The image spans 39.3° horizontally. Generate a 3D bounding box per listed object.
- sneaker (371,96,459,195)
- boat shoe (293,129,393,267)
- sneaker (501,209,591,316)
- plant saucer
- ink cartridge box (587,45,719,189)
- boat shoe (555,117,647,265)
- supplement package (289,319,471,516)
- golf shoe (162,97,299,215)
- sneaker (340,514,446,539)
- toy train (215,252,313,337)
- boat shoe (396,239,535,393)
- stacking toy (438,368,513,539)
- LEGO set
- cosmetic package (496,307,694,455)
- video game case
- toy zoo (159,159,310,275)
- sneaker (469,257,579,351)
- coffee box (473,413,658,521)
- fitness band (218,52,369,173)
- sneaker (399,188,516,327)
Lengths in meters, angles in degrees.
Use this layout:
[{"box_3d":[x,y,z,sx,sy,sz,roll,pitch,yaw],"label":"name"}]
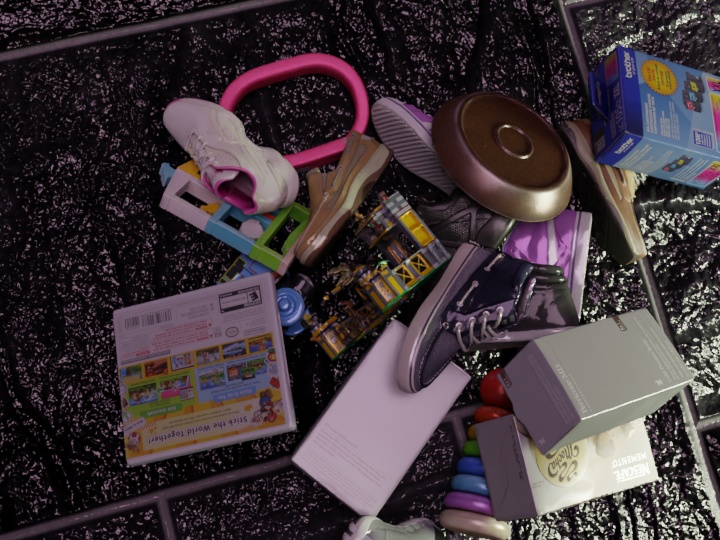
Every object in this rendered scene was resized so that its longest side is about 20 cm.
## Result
[{"box_3d":[0.114,-0.169,1.293,0.200,0.073,0.114,40,60,8],"label":"sneaker"},{"box_3d":[-0.037,-0.092,1.216,0.076,0.072,0.201,35,54,-3],"label":"boat shoe"},{"box_3d":[0.221,0.022,1.255,0.113,0.073,0.203,6,77,10],"label":"sneaker"},{"box_3d":[0.182,-0.150,1.236,0.198,0.035,0.202,16,49,-19],"label":"plant saucer"},{"box_3d":[0.366,-0.195,1.270,0.198,0.076,0.138,11,62,-16],"label":"ink cartridge box"},{"box_3d":[0.320,-0.109,1.288,0.073,0.076,0.202,-21,81,-14],"label":"boat shoe"},{"box_3d":[0.020,0.175,1.182,0.117,0.117,0.201,36,79,3],"label":"supplement package"},{"box_3d":[-0.168,-0.138,1.208,0.199,0.076,0.091,35,37,12],"label":"golf shoe"},{"box_3d":[0.065,0.331,1.109,0.115,0.199,0.076,31,96,36],"label":"sneaker"},{"box_3d":[-0.145,0.070,1.208,0.114,0.087,0.201,37,80,12],"label":"toy train"},{"box_3d":[0.120,0.057,1.110,0.092,0.075,0.201,17,64,29],"label":"boat shoe"},{"box_3d":[0.153,0.215,1.209,0.084,0.085,0.202,13,73,-2],"label":"stacking toy"},{"box_3d":[0.000,0.000,1.161,0.153,0.200,0.116,-36,83,-31],"label":"LEGO set"},{"box_3d":[0.262,0.120,1.126,0.198,0.090,0.107,-11,61,-39],"label":"cosmetic package"},{"box_3d":[-0.181,0.112,1.147,0.198,0.023,0.184,-13,70,8],"label":"video game case"},{"box_3d":[-0.155,-0.079,1.222,0.199,0.021,0.131,30,33,1],"label":"toy zoo"},{"box_3d":[0.159,0.040,1.197,0.197,0.071,0.101,-6,78,12],"label":"sneaker"},{"box_3d":[0.242,0.213,1.175,0.198,0.080,0.114,-5,77,-33],"label":"coffee box"},{"box_3d":[-0.085,-0.199,1.287,0.198,0.037,0.145,-18,81,-10],"label":"fitness band"},{"box_3d":[0.092,-0.019,1.235,0.114,0.076,0.200,37,103,10],"label":"sneaker"}]
